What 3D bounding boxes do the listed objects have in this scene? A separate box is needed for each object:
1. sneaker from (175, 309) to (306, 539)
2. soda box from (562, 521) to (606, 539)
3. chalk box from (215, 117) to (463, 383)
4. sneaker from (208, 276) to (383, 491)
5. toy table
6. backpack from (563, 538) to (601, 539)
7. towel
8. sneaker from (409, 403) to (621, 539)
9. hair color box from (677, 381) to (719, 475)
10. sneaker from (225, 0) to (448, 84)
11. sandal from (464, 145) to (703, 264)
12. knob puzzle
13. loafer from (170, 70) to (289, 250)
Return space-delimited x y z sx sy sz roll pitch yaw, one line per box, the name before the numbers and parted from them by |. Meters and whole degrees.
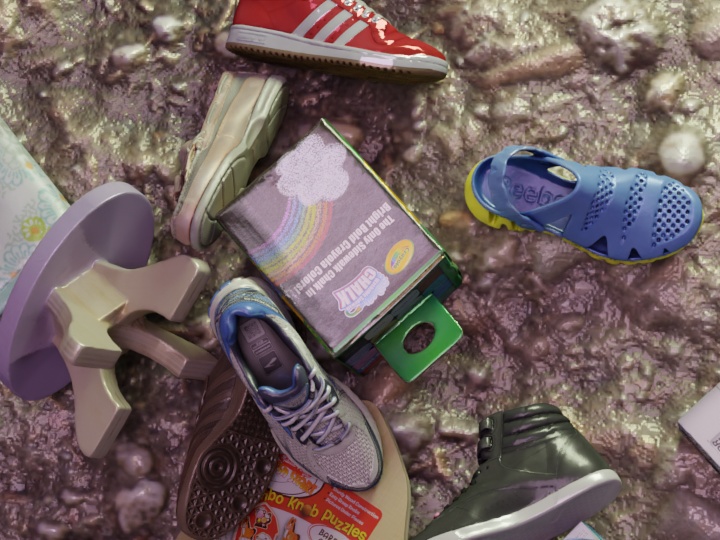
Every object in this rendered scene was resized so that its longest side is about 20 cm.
sneaker | -0.104 0.126 1.378 0.070 0.075 0.201 30 78 -27
soda box | 0.129 0.289 1.302 0.200 0.064 0.068 -45 75 0
chalk box | 0.000 0.000 1.352 0.124 0.124 0.200 -41 76 1
sneaker | -0.053 0.099 1.301 0.077 0.085 0.200 -38 98 2
toy table | -0.207 0.043 1.366 0.117 0.183 0.201 36 113 30
backpack | 0.156 0.303 1.193 0.182 0.135 0.200 32 53 18
towel | -0.357 -0.024 1.468 0.200 0.048 0.171 -42 75 2
sneaker | 0.097 0.176 1.315 0.199 0.071 0.100 -25 55 -5
hair color box | 0.353 0.090 1.293 0.200 0.061 0.099 -42 74 1
sneaker | -0.013 -0.225 1.422 0.198 0.071 0.114 12 86 16
sandal | 0.178 -0.056 1.344 0.198 0.087 0.080 8 80 11
knob puzzle | -0.039 0.197 1.363 0.218 0.030 0.222 -9 64 20
loafer | -0.121 -0.095 1.386 0.062 0.072 0.201 17 48 10
